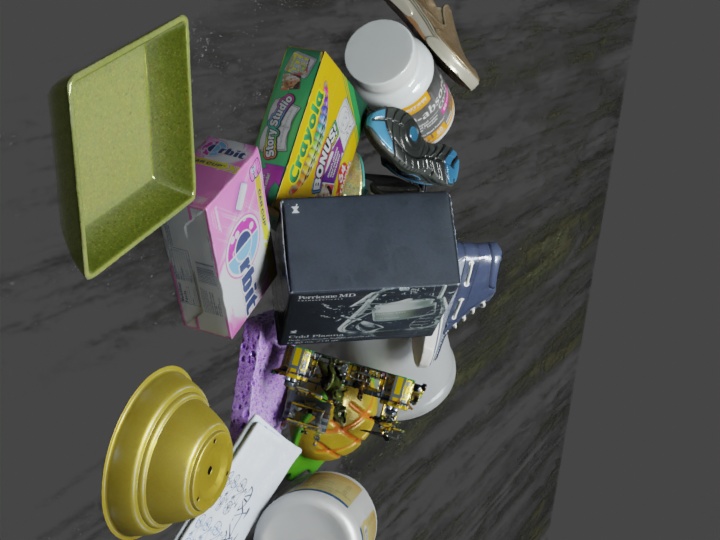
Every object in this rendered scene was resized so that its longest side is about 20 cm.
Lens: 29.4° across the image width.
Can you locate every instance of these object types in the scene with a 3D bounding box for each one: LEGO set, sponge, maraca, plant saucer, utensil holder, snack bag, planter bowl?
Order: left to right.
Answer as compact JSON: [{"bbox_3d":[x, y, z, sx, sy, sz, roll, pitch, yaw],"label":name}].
[{"bbox_3d":[-0.229,-0.123,1.291,0.200,0.048,0.200,-47,144,-53],"label":"plant saucer"},{"bbox_3d":[-0.198,0.213,1.521,0.200,0.083,0.201,13,90,-69],"label":"planter bowl"},{"bbox_3d":[-0.149,0.283,1.710,0.189,0.021,0.200,-58,158,-10],"label":"snack bag"},{"bbox_3d":[-0.125,0.151,1.745,0.112,0.030,0.200,-15,117,-67],"label":"sponge"},{"bbox_3d":[-0.046,0.215,1.890,0.137,0.107,0.200,-9,136,-46],"label":"maraca"},{"bbox_3d":[-0.024,0.173,1.737,0.154,0.200,0.116,146,-40,-84],"label":"LEGO set"},{"bbox_3d":[0.042,0.087,1.943,0.200,0.170,0.170,77,33,-47],"label":"utensil holder"}]

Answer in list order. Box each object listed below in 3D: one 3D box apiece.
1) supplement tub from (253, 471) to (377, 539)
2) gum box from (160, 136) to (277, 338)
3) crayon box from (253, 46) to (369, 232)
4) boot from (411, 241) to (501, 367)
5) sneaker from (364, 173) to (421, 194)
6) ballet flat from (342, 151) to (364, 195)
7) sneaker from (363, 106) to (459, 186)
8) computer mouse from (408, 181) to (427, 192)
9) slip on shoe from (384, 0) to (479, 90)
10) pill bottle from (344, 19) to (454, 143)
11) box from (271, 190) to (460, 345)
[{"bbox_3d":[-0.056,0.353,1.857,0.200,0.145,0.145,-14,116,-80],"label":"supplement tub"},{"bbox_3d":[-0.154,-0.031,1.509,0.114,0.066,0.200,-55,151,-41],"label":"gum box"},{"bbox_3d":[-0.066,-0.147,1.676,0.173,0.058,0.200,42,63,-66],"label":"crayon box"},{"bbox_3d":[0.124,0.048,1.776,0.073,0.090,0.200,-104,-162,-47],"label":"boot"},{"bbox_3d":[0.027,-0.061,1.853,0.200,0.084,0.121,-134,-132,-75],"label":"sneaker"},{"bbox_3d":[-0.034,-0.062,1.817,0.071,0.071,0.200,-34,131,-61],"label":"ballet flat"},{"bbox_3d":[0.052,-0.155,1.818,0.200,0.082,0.073,32,63,-52],"label":"sneaker"},{"bbox_3d":[0.073,-0.049,2.115,0.139,0.053,0.200,77,21,-46],"label":"computer mouse"},{"bbox_3d":[0.098,-0.329,1.820,0.061,0.200,0.076,-41,-179,0],"label":"slip on shoe"},{"bbox_3d":[0.051,-0.248,1.837,0.200,0.116,0.116,47,58,-66],"label":"pill bottle"},{"bbox_3d":[0.000,0.000,1.630,0.197,0.200,0.124,106,-21,-67],"label":"box"}]
